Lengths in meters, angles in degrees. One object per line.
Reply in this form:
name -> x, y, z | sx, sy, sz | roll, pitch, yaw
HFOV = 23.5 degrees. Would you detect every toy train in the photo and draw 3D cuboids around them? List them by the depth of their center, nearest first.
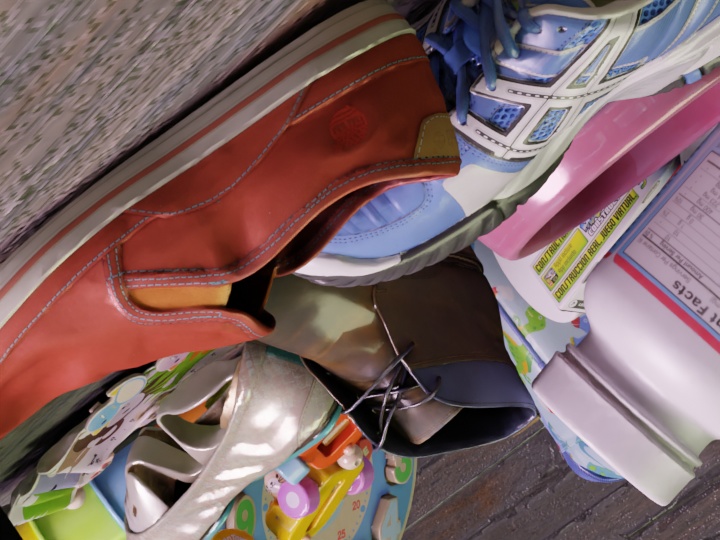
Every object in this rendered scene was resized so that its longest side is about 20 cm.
toy train -> -0.063, 0.127, 0.949 | 0.200, 0.056, 0.150 | -47, 159, 2

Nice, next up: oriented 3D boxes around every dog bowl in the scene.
dog bowl -> 0.104, -0.081, 0.696 | 0.200, 0.074, 0.200 | -35, 172, -5

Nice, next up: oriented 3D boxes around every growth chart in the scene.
growth chart -> -0.106, 0.066, 0.856 | 0.200, 0.018, 0.145 | -41, 173, 14

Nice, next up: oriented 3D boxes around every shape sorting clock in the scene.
shape sorting clock -> -0.026, 0.137, 1.092 | 0.039, 0.201, 0.200 | 3, -158, 40

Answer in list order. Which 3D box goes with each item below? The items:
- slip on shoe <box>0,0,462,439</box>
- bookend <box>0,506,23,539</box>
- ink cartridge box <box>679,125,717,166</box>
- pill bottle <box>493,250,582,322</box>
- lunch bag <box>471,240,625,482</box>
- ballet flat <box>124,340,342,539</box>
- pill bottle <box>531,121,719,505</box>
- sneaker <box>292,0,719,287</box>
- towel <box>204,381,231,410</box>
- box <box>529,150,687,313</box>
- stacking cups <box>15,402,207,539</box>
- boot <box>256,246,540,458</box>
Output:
slip on shoe -> -0.055, 0.001, 0.521 | 0.200, 0.061, 0.074 | -36, 174, 9
bookend -> -0.201, 0.160, 0.709 | 0.198, 0.092, 0.200 | -37, 174, 1
ink cartridge box -> 0.202, -0.069, 0.852 | 0.099, 0.201, 0.039 | -33, -145, -24
pill bottle -> 0.174, -0.056, 1.021 | 0.199, 0.111, 0.111 | -34, 172, -20
lunch bag -> 0.162, 0.021, 1.097 | 0.160, 0.200, 0.082 | -35, 173, -14
ballet flat -> -0.078, 0.086, 0.839 | 0.200, 0.062, 0.068 | -46, -155, 40
pill bottle -> 0.171, 0.004, 0.773 | 0.200, 0.109, 0.109 | -49, 171, 5
sneaker -> 0.044, -0.071, 0.555 | 0.200, 0.076, 0.077 | -38, 150, 7
towel -> 0.000, 0.000, 0.855 | 0.200, 0.018, 0.086 | -48, 170, 33
box -> 0.196, -0.020, 0.944 | 0.199, 0.035, 0.110 | 8, 126, -42
stacking cups -> -0.124, 0.121, 0.980 | 0.200, 0.061, 0.061 | -38, 173, -9
boot -> 0.008, 0.030, 0.744 | 0.075, 0.097, 0.199 | -43, 156, 30
